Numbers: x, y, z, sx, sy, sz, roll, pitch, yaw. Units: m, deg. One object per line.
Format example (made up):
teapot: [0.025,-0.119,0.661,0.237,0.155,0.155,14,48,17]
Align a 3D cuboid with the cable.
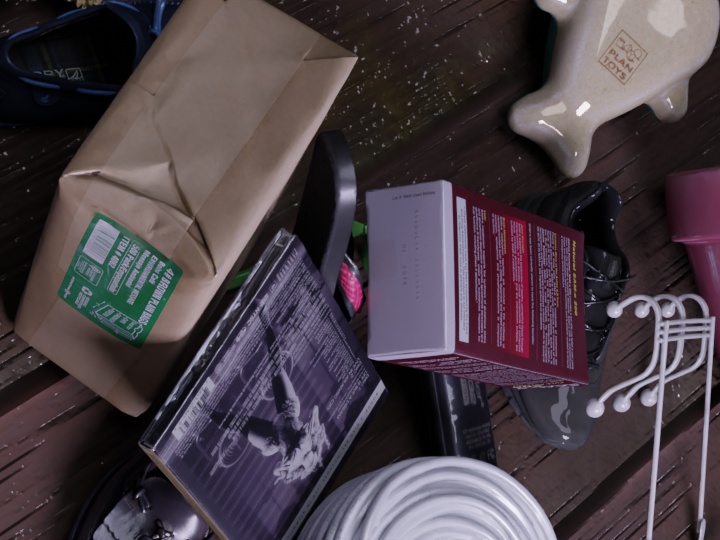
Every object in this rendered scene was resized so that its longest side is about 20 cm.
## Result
cable: [0.044,0.218,1.212,0.200,0.069,0.201,-21,91,-37]

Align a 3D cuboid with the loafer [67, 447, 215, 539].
loafer: [-0.109,0.131,1.153,0.072,0.063,0.200,46,53,-13]

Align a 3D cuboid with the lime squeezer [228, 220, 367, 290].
lime squeezer: [0.000,0.000,1.298,0.199,0.038,0.071,15,64,-31]

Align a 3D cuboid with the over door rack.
over door rack: [0.212,0.118,1.353,0.148,0.066,0.201,0,82,-65]

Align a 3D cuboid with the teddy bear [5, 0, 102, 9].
teddy bear: [-0.214,-0.260,1.226,0.145,0.067,0.201,14,63,-32]

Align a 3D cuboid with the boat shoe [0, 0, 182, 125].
boat shoe: [-0.154,-0.131,1.220,0.200,0.069,0.084,-26,88,-39]

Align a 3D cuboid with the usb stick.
usb stick: [0.059,0.050,1.298,0.055,0.033,0.201,-9,90,-53]

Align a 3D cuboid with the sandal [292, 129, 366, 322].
sandal: [-0.015,-0.005,1.189,0.045,0.200,0.075,-6,52,-19]

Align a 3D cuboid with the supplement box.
supplement box: [0.079,0.014,1.248,0.200,0.061,0.109,17,70,-56]

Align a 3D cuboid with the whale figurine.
whale figurine: [0.183,-0.167,1.470,0.159,0.104,0.200,38,79,-18]

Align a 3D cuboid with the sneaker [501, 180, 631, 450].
sneaker: [0.148,0.026,1.359,0.076,0.091,0.201,13,66,-33]

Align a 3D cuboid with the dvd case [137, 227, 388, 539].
dvd case: [-0.052,0.086,1.139,0.149,0.016,0.200,-57,149,-18]

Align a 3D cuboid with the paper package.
paper package: [-0.107,-0.042,1.126,0.103,0.200,0.191,31,57,-2]

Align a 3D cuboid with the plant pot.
plant pot: [0.336,0.007,1.448,0.199,0.200,0.180,-6,92,-36]
